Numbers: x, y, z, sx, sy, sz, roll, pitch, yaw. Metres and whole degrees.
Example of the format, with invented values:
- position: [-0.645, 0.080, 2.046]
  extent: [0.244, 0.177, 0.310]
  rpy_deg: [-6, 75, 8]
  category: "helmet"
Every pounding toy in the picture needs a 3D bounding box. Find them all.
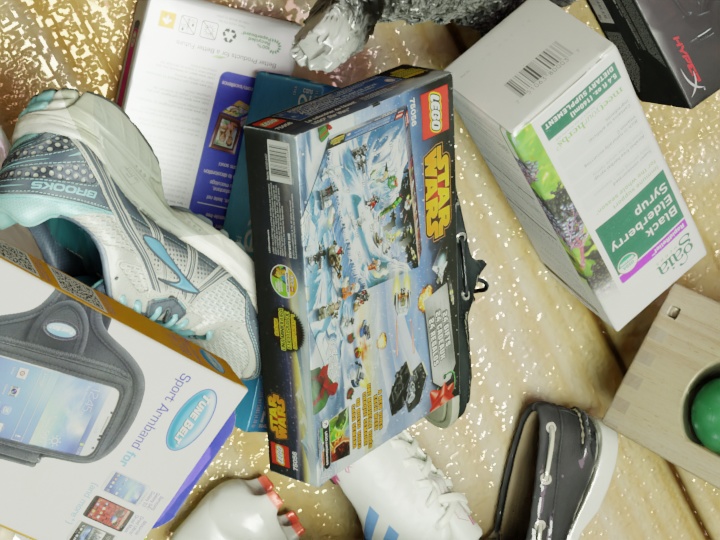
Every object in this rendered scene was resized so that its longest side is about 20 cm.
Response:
- position: [0.273, 0.082, 1.023]
  extent: [0.200, 0.184, 0.142]
  rpy_deg: [28, 90, -48]
  category: "pounding toy"

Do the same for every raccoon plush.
- position: [0.042, -0.147, 0.973]
  extent: [0.134, 0.097, 0.200]
  rpy_deg: [42, 62, -20]
  category: "raccoon plush"

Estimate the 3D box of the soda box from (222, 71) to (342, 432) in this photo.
- position: [-0.039, -0.009, 0.971]
  extent: [0.064, 0.068, 0.200]
  rpy_deg: [9, 97, -40]
  category: "soda box"

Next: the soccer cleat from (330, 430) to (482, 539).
- position: [0.029, 0.134, 1.036]
  extent: [0.070, 0.086, 0.200]
  rpy_deg: [-47, 125, -51]
  category: "soccer cleat"

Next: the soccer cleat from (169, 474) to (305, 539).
- position: [-0.041, 0.218, 1.049]
  extent: [0.078, 0.069, 0.200]
  rpy_deg: [-36, 102, -4]
  category: "soccer cleat"

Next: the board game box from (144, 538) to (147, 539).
- position: [-0.143, 0.254, 1.028]
  extent: [0.102, 0.048, 0.200]
  rpy_deg: [-28, 107, -11]
  category: "board game box"

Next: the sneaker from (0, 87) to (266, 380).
- position: [-0.121, 0.003, 0.871]
  extent: [0.200, 0.078, 0.086]
  rpy_deg: [48, 49, -32]
  category: "sneaker"

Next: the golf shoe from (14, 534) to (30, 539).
- position: [-0.159, 0.213, 0.942]
  extent: [0.075, 0.092, 0.200]
  rpy_deg: [-34, 107, -7]
  category: "golf shoe"

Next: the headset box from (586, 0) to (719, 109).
- position: [0.235, -0.218, 1.048]
  extent: [0.200, 0.075, 0.149]
  rpy_deg: [-34, 108, -9]
  category: "headset box"

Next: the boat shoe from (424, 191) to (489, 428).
- position: [0.046, -0.004, 1.030]
  extent: [0.066, 0.074, 0.199]
  rpy_deg: [-23, 102, -30]
  category: "boat shoe"

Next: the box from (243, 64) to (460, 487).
- position: [0.000, 0.000, 0.921]
  extent: [0.137, 0.040, 0.200]
  rpy_deg: [-26, 122, -46]
  category: "box"

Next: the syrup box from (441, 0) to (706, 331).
- position: [0.131, -0.060, 1.001]
  extent: [0.079, 0.081, 0.200]
  rpy_deg: [-40, 135, -5]
  category: "syrup box"

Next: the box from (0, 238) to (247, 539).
- position: [-0.149, 0.067, 0.813]
  extent: [0.200, 0.041, 0.119]
  rpy_deg: [31, 97, -31]
  category: "box"

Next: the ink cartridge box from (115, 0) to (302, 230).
- position: [-0.103, -0.059, 0.988]
  extent: [0.095, 0.037, 0.200]
  rpy_deg: [11, 94, -21]
  category: "ink cartridge box"

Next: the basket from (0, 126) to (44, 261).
- position: [-0.227, 0.026, 0.917]
  extent: [0.135, 0.123, 0.200]
  rpy_deg: [-24, 106, -12]
  category: "basket"

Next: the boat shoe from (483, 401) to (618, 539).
- position: [0.105, 0.182, 1.083]
  extent: [0.060, 0.074, 0.200]
  rpy_deg: [20, 91, -21]
  category: "boat shoe"

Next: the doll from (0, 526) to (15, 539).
- position: [-0.233, 0.101, 0.836]
  extent: [0.200, 0.048, 0.136]
  rpy_deg: [-46, 111, -5]
  category: "doll"
